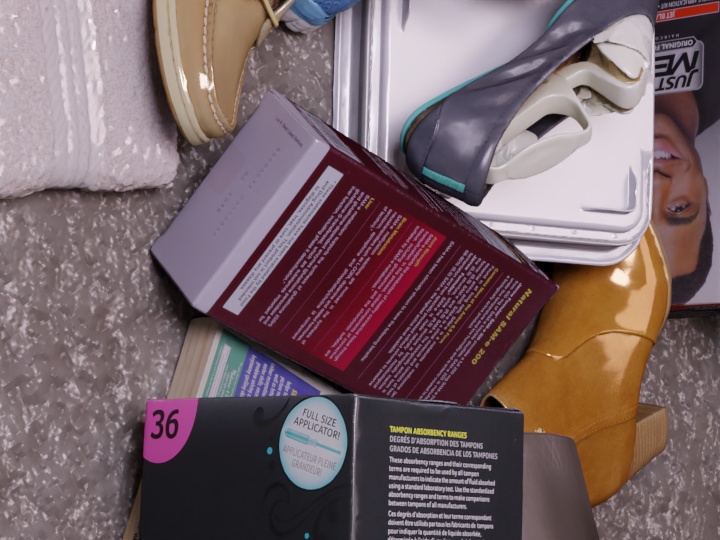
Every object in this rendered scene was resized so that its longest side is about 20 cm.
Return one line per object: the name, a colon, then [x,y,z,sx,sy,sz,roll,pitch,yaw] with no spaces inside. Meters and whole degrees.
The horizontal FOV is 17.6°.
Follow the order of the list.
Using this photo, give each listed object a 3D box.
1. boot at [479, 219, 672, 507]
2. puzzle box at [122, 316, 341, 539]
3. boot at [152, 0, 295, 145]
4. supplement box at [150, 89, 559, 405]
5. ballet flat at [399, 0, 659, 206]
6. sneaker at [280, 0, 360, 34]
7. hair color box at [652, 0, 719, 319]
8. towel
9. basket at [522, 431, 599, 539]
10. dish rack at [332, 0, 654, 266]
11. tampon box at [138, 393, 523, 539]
boot: [0.120,0.047,1.370,0.144,0.070,0.203,-22,106,-46]
puzzle box: [-0.063,0.141,1.200,0.133,0.025,0.201,35,62,-38]
boot: [-0.019,-0.157,1.164,0.073,0.154,0.201,71,22,-59]
supplement box: [0.000,0.000,1.221,0.200,0.061,0.109,31,101,-40]
ballet flat: [0.111,-0.098,1.255,0.200,0.073,0.073,-37,113,-25]
sneaker: [0.012,-0.222,1.268,0.078,0.090,0.201,33,62,-40]
hair color box: [0.203,-0.073,1.447,0.061,0.101,0.201,9,79,-46]
towel: [-0.146,-0.137,1.134,0.132,0.034,0.201,-6,90,-46]
basket: [0.067,0.195,1.253,0.136,0.179,0.201,82,3,-77]
dish rack: [0.084,-0.094,1.311,0.199,0.043,0.173,5,82,-22]
tampon box: [-0.017,0.163,1.119,0.126,0.149,0.201,9,79,-46]
